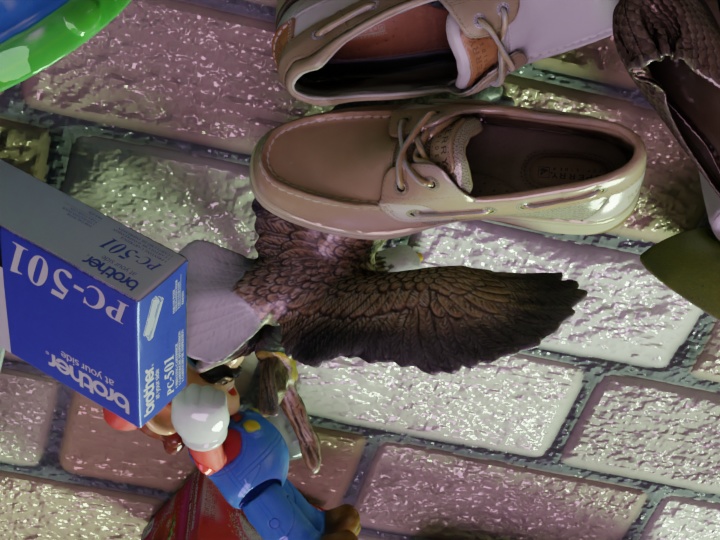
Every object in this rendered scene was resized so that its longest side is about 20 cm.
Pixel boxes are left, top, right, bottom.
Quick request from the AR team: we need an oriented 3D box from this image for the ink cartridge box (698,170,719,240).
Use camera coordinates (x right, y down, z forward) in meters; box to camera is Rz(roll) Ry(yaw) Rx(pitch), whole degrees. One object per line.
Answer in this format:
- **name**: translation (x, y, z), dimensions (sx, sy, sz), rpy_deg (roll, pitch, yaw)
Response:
- **ink cartridge box**: translation (0.285, -0.086, 0.870), dimensions (0.145, 0.084, 0.200), rpy_deg (22, 129, -17)

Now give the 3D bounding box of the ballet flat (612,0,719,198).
- **ballet flat**: translation (0.189, -0.055, 0.825), dimensions (0.067, 0.046, 0.200), rpy_deg (-31, 104, 36)

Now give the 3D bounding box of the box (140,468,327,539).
- **box**: translation (-0.088, 0.237, 1.095), dimensions (0.100, 0.200, 0.095), rpy_deg (26, 130, -21)

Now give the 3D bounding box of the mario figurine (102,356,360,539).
- **mario figurine**: translation (-0.067, 0.093, 1.022), dimensions (0.200, 0.106, 0.123), rpy_deg (48, 151, -10)

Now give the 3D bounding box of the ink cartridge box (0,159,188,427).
- **ink cartridge box**: translation (-0.182, -0.004, 0.910), dimensions (0.200, 0.044, 0.094), rpy_deg (27, 136, 22)

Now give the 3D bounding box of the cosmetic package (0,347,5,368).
- **cosmetic package**: translation (-0.285, 0.118, 0.988), dimensions (0.123, 0.200, 0.200), rpy_deg (15, 131, -13)

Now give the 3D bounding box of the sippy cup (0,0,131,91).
- **sippy cup**: translation (-0.187, -0.162, 0.782), dimensions (0.139, 0.178, 0.130), rpy_deg (5, 133, 47)

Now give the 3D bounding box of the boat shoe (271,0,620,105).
- **boat shoe**: translation (0.055, -0.120, 0.851), dimensions (0.199, 0.068, 0.075), rpy_deg (-12, 129, 10)

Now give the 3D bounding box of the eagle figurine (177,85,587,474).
- **eagle figurine**: translation (0.003, -0.003, 0.927), dimensions (0.152, 0.151, 0.200), rpy_deg (44, 131, -16)

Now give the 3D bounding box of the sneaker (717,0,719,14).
- **sneaker**: translation (0.222, -0.186, 0.789), dimensions (0.086, 0.075, 0.200), rpy_deg (2, 133, -9)

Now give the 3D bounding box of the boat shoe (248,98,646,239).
- **boat shoe**: translation (0.042, -0.056, 0.851), dimensions (0.199, 0.072, 0.065), rpy_deg (4, 162, 4)

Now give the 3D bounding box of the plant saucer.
- **plant saucer**: translation (0.246, 0.024, 0.916), dimensions (0.200, 0.200, 0.031), rpy_deg (21, 104, -18)
